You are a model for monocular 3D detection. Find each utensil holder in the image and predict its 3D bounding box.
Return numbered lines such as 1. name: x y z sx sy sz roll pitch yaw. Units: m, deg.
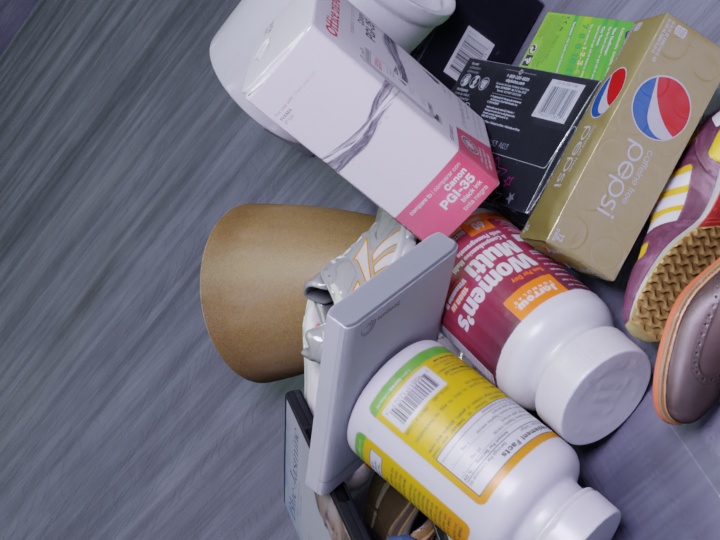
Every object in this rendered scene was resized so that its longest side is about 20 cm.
1. utensil holder: -0.032 -0.250 1.254 0.200 0.170 0.170 -43 36 30

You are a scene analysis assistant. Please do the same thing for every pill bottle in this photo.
1. pill bottle: 0.134 0.043 1.009 0.110 0.109 0.200 -54 47 10
2. pill bottle: 0.095 0.152 0.950 0.200 0.111 0.111 38 98 27

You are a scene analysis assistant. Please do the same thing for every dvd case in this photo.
1. dvd case: -0.031 0.220 1.090 0.200 0.017 0.143 -121 27 -50

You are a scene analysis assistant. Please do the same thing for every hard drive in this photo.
1. hard drive: 0.015 0.077 0.990 0.027 0.132 0.201 34 139 25

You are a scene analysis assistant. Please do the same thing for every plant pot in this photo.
1. plant pot: -0.026 0.014 1.243 0.199 0.186 0.187 -7 59 35

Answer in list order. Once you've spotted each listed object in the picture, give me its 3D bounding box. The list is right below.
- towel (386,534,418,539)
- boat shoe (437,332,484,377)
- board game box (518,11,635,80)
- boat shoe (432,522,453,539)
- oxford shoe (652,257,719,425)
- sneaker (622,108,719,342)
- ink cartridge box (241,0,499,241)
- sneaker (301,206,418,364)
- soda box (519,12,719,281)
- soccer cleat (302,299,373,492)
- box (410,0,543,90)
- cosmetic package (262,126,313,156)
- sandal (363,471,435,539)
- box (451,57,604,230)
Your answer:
1. towel: 0.045 0.309 0.957 0.048 0.112 0.200 -9 38 -4
2. boat shoe: 0.067 0.086 1.135 0.200 0.069 0.071 -37 36 31
3. board game box: 0.220 -0.191 1.178 0.096 0.030 0.200 -62 29 0
4. boat shoe: 0.084 0.250 0.981 0.068 0.072 0.200 -45 38 24
5. oxford shoe: 0.278 0.028 0.887 0.072 0.071 0.201 31 91 53
6. sneaker: 0.256 -0.035 0.974 0.200 0.075 0.090 -56 23 -4
7. ink cartridge box: 0.010 -0.131 1.018 0.083 0.200 0.147 -45 20 21
8. sneaker: 0.000 0.000 1.100 0.076 0.092 0.201 101 -179 -57
9. soda box: 0.206 -0.095 0.975 0.201 0.068 0.064 -62 13 -2
10. soccer cleat: -0.025 0.102 1.140 0.078 0.069 0.201 153 115 -63
11. box: 0.068 -0.238 1.356 0.201 0.104 0.182 -61 31 -1
12. cosmetic package: -0.068 -0.253 1.579 0.107 0.090 0.201 -39 41 30
13. sandal: 0.038 0.224 1.092 0.080 0.054 0.201 38 112 63
14. box: 0.158 -0.100 1.111 0.132 0.115 0.200 -60 32 -2
